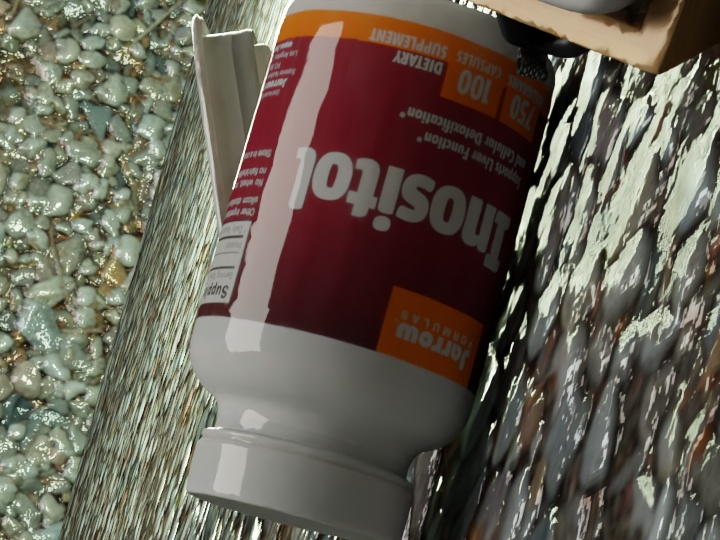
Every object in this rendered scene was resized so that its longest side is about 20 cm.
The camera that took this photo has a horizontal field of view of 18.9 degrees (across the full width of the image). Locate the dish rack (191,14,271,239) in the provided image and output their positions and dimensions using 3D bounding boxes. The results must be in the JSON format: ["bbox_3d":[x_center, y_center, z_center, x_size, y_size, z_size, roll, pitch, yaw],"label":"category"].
[{"bbox_3d":[-0.034,-0.010,1.004,0.200,0.044,0.172,77,-178,-65],"label":"dish rack"}]

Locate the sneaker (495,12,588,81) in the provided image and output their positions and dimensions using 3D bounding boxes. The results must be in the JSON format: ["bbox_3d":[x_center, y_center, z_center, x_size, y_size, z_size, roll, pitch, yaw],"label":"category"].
[{"bbox_3d":[0.089,-0.155,0.741,0.140,0.078,0.200,-87,7,-49],"label":"sneaker"}]

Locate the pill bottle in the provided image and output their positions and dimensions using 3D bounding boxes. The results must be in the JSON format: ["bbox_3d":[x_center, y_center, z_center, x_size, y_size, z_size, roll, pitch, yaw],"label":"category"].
[{"bbox_3d":[0.000,0.000,0.836,0.113,0.113,0.200,151,134,-76],"label":"pill bottle"}]

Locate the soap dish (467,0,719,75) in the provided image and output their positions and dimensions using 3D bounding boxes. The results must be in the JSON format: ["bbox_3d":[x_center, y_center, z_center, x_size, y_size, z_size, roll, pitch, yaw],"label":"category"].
[{"bbox_3d":[0.055,-0.161,0.668,0.200,0.081,0.157,29,106,42],"label":"soap dish"}]
